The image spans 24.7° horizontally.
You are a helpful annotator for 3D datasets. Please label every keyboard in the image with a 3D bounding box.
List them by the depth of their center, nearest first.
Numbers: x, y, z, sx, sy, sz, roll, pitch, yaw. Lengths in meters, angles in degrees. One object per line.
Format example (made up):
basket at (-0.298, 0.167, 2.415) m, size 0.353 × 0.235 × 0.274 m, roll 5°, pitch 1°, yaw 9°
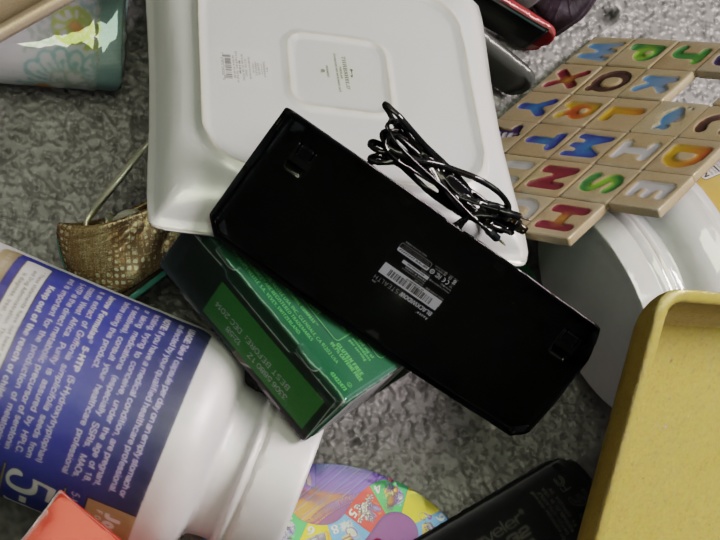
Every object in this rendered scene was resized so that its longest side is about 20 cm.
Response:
keyboard at (0.032, -0.009, 0.810) m, size 0.199 × 0.040 × 0.104 m, roll 35°, pitch 109°, yaw -15°

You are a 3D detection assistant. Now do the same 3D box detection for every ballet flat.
ballet flat at (-0.083, -0.055, 0.908) m, size 0.199 × 0.070 × 0.066 m, roll -37°, pitch 102°, yaw -12°

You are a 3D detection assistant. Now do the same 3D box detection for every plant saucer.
plant saucer at (0.190, 0.103, 0.843) m, size 0.198 × 0.048 × 0.202 m, roll 5°, pitch 107°, yaw -31°

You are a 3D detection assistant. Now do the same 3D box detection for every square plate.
square plate at (-0.014, -0.094, 0.868) m, size 0.196 × 0.029 × 0.201 m, roll 6°, pitch 49°, yaw -15°

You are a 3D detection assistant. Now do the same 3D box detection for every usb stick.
usb stick at (0.054, 0.159, 0.874) m, size 0.199 × 0.033 × 0.056 m, roll -25°, pitch 71°, yaw -34°

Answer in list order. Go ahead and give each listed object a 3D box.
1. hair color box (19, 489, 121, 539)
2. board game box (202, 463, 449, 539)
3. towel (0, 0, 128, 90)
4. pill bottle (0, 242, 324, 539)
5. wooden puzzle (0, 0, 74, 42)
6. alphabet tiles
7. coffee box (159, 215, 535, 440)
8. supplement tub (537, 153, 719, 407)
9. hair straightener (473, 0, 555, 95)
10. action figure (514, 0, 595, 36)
hair color box at (-0.150, 0.174, 0.767) m, size 0.061 × 0.200 × 0.102 m, roll 38°, pitch 70°, yaw 3°
board game box at (-0.013, 0.199, 0.870) m, size 0.156 × 0.039 × 0.202 m, roll 11°, pitch 72°, yaw -7°
towel at (-0.216, -0.204, 0.956) m, size 0.169 × 0.048 × 0.202 m, roll 2°, pitch 72°, yaw -7°
pill bottle at (-0.124, 0.076, 0.845) m, size 0.198 × 0.120 × 0.121 m, roll 22°, pitch 70°, yaw -2°
wooden puzzle at (-0.209, -0.222, 0.923) m, size 0.184 × 0.037 × 0.201 m, roll -32°, pitch 76°, yaw -16°
alphabet tiles at (0.137, -0.077, 0.919) m, size 0.200 × 0.166 × 0.008 m, roll -40°, pitch 123°, yaw -30°
coffee box at (0.000, 0.000, 0.882) m, size 0.123 × 0.044 × 0.200 m, roll 49°, pitch 39°, yaw 8°
supplement tub at (0.214, -0.012, 0.925) m, size 0.198 × 0.145 × 0.145 m, roll -22°, pitch 78°, yaw -16°
hair straightener at (0.023, -0.159, 0.963) m, size 0.199 × 0.041 × 0.078 m, roll 32°, pitch 66°, yaw -20°
action figure at (0.068, -0.235, 1.003) m, size 0.199 × 0.069 × 0.131 m, roll 32°, pitch 54°, yaw -7°
